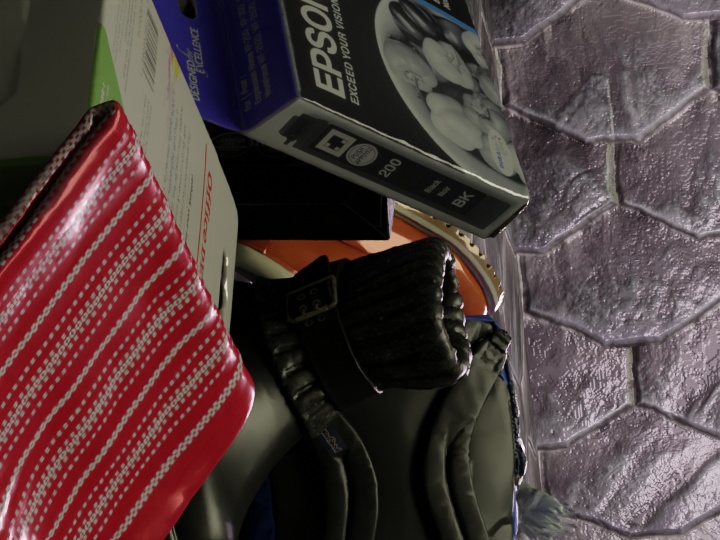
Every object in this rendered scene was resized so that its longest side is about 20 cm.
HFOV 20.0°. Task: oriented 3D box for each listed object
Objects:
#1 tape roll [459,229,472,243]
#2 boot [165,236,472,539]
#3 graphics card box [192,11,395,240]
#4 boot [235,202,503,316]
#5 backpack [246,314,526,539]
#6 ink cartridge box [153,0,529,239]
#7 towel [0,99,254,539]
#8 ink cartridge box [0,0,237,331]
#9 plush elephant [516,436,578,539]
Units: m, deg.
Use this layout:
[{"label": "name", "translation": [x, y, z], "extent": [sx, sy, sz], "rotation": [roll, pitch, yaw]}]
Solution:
[{"label": "tape roll", "translation": [0.034, -0.042, 1.531], "extent": [0.202, 0.070, 0.204], "rotation": [-178, -90, -82]}, {"label": "boot", "translation": [-0.026, 0.063, 0.990], "extent": [0.212, 0.157, 0.080], "rotation": [-85, 166, -48]}, {"label": "graphics card box", "translation": [-0.038, -0.090, 1.099], "extent": [0.200, 0.125, 0.051], "rotation": [-81, 171, -53]}, {"label": "boot", "translation": [0.000, 0.000, 1.228], "extent": [0.200, 0.075, 0.108], "rotation": [35, 75, -33]}, {"label": "backpack", "translation": [0.011, 0.132, 1.176], "extent": [0.168, 0.162, 0.201], "rotation": [168, -85, -80]}, {"label": "ink cartridge box", "translation": [-0.020, -0.125, 1.012], "extent": [0.199, 0.043, 0.199], "rotation": [21, 39, -32]}, {"label": "towel", "translation": [-0.101, 0.049, 0.752], "extent": [0.145, 0.022, 0.200], "rotation": [-56, 153, -23]}, {"label": "ink cartridge box", "translation": [-0.106, -0.032, 0.829], "extent": [0.200, 0.067, 0.118], "rotation": [70, 18, -55]}, {"label": "plush elephant", "translation": [0.031, 0.156, 1.362], "extent": [0.155, 0.200, 0.165], "rotation": [-46, 178, -34]}]
